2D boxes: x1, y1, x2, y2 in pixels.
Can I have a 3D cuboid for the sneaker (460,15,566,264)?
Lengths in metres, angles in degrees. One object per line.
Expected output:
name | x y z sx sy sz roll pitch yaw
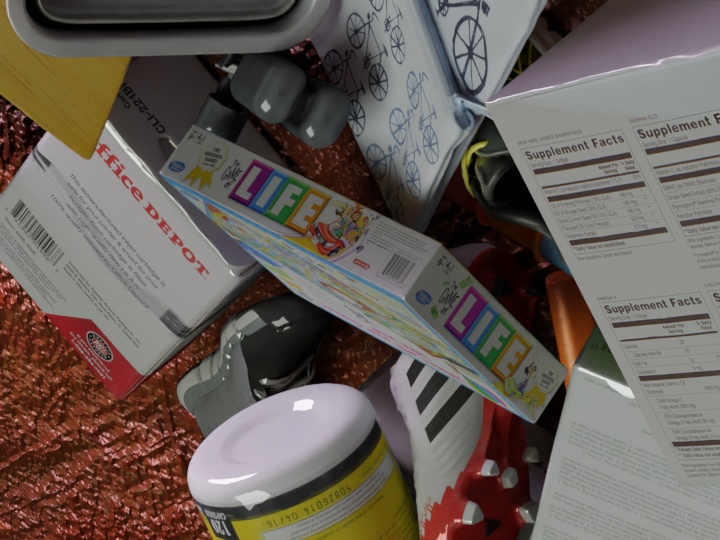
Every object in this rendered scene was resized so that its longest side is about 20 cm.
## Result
sneaker | 0.073 -0.076 1.173 0.200 0.085 0.075 35 142 29

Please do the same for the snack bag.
snack bag | 0.023 -0.142 1.156 0.189 0.021 0.200 68 151 26

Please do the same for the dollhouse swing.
dollhouse swing | -0.162 -0.208 1.270 0.182 0.176 0.200 39 -168 -32

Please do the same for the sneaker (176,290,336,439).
sneaker | -0.044 0.086 1.431 0.116 0.075 0.200 68 155 12

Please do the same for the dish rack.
dish rack | -0.093 -0.207 1.162 0.044 0.171 0.201 -135 45 -59

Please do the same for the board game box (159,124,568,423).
board game box | 0.000 0.000 1.226 0.200 0.034 0.134 27 169 44

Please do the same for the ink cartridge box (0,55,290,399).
ink cartridge box | -0.130 -0.031 1.430 0.144 0.084 0.200 50 145 1

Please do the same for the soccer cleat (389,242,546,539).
soccer cleat | 0.052 0.084 1.299 0.085 0.068 0.201 5 90 43

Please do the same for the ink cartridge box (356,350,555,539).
ink cartridge box | 0.045 0.161 1.418 0.145 0.085 0.200 35 139 17

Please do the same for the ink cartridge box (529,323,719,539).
ink cartridge box | 0.172 0.142 1.251 0.162 0.057 0.201 21 131 15

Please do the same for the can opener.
can opener | -0.051 -0.080 1.255 0.053 0.067 0.200 28 -177 -12

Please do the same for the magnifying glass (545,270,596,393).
magnifying glass | 0.130 0.094 1.294 0.022 0.079 0.201 -130 26 -67

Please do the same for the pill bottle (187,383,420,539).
pill bottle | -0.010 0.172 1.322 0.112 0.112 0.201 -2 119 47

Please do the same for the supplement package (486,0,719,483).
supplement package | 0.189 -0.034 1.026 0.150 0.152 0.201 -9 115 50

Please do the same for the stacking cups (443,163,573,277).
stacking cups | 0.120 -0.013 1.212 0.200 0.060 0.061 30 139 28
